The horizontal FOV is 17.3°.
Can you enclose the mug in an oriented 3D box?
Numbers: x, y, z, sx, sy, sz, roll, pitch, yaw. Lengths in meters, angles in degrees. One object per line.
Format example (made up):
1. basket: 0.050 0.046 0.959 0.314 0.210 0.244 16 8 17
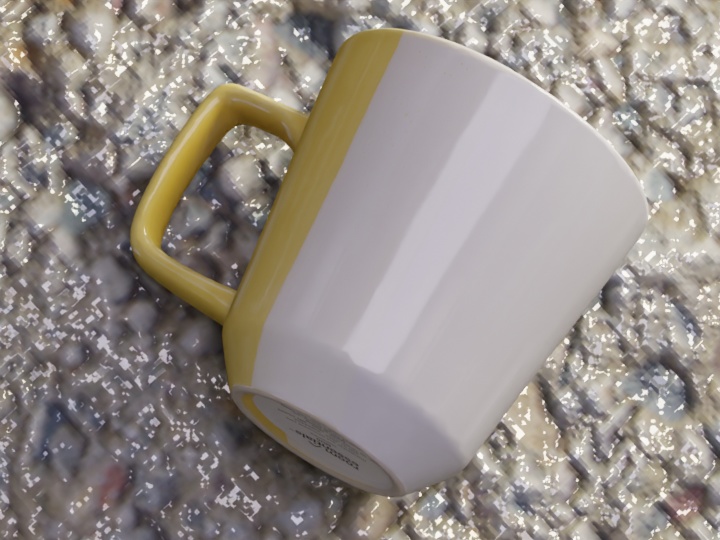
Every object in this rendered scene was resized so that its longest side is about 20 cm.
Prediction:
1. mug: 0.008 0.005 0.989 0.149 0.186 0.154 41 71 -32
